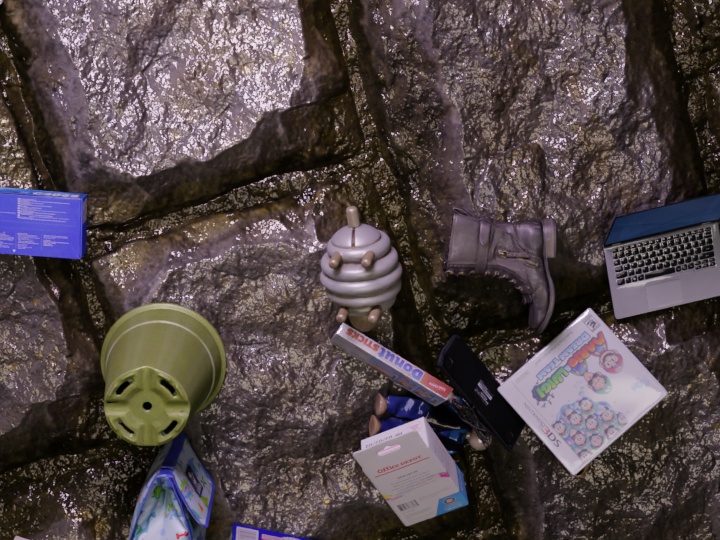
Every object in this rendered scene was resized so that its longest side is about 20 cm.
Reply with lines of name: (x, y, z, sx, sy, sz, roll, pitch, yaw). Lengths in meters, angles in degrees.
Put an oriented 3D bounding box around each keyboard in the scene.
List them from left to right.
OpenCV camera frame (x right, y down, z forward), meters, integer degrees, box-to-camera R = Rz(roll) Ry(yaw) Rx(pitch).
keyboard: (0.182, 0.206, 1.645, 0.200, 0.104, 0.040, 51, 138, -13)

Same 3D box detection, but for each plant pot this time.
plant pot: (-0.310, 0.171, 1.543, 0.200, 0.190, 0.201, -1, 105, -2)

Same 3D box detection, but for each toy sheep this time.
toy sheep: (0.000, 0.000, 1.542, 0.138, 0.138, 0.200, -3, 114, -2)

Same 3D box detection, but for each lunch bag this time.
lunch bag: (-0.298, 0.376, 1.609, 0.127, 0.170, 0.201, 2, 103, -3)

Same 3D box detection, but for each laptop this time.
laptop: (0.480, -0.021, 1.571, 0.187, 0.116, 0.200, -13, 105, 1)

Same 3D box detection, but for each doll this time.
doll: (0.117, 0.257, 1.662, 0.200, 0.048, 0.137, 12, 105, -10)

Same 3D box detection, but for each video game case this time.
video game case: (0.352, 0.192, 1.629, 0.200, 0.024, 0.182, -42, 80, 4)

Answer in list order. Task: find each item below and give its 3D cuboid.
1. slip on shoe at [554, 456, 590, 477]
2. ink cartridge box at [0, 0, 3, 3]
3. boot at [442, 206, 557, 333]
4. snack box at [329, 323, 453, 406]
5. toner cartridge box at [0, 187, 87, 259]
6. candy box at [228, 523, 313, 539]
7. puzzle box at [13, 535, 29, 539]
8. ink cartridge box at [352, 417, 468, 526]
slip on shoe: (0.364, 0.240, 1.664, 0.076, 0.061, 0.200, 13, 104, -6)
ink cartridge box: (-0.608, -0.410, 1.389, 0.145, 0.084, 0.200, -37, 127, 7)
boot: (0.214, -0.001, 1.596, 0.174, 0.069, 0.201, 1, 101, 2)
snack box: (0.047, 0.148, 1.601, 0.200, 0.072, 0.024, 31, 71, -1)
toner cartridge box: (-0.516, -0.074, 1.541, 0.199, 0.043, 0.095, 5, 104, -5)
candy box: (-0.156, 0.542, 1.711, 0.169, 0.077, 0.200, 14, 103, -8)
puzzle box: (-0.505, 0.536, 1.717, 0.200, 0.025, 0.133, 21, 103, -8)
ink cartridge box: (0.078, 0.309, 1.624, 0.115, 0.068, 0.200, -23, 126, 14)
